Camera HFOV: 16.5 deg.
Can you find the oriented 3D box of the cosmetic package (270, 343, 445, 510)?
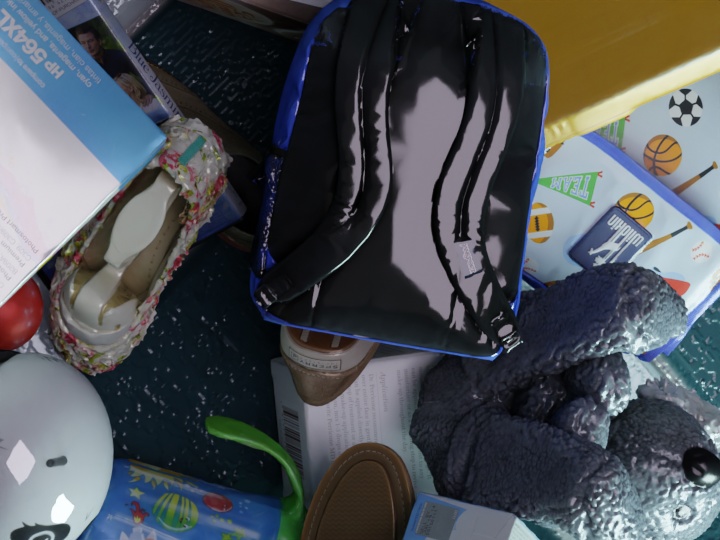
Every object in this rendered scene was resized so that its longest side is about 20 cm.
[{"bbox_3d":[0.049,0.096,1.622,0.200,0.071,0.102,-6,96,-19],"label":"cosmetic package"}]

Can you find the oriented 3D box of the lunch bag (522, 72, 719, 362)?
[{"bbox_3d":[0.175,-0.064,1.615,0.170,0.124,0.200,37,76,-16],"label":"lunch bag"}]

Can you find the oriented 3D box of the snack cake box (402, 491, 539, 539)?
[{"bbox_3d":[0.077,0.222,1.509,0.200,0.067,0.115,49,56,-59],"label":"snack cake box"}]

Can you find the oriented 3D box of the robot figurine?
[{"bbox_3d":[-0.243,0.110,1.466,0.125,0.200,0.150,67,31,-43],"label":"robot figurine"}]

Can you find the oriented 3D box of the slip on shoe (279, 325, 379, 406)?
[{"bbox_3d":[0.000,0.000,1.572,0.076,0.061,0.200,11,48,9],"label":"slip on shoe"}]

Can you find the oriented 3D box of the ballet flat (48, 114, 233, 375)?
[{"bbox_3d":[-0.145,-0.008,1.491,0.076,0.064,0.200,31,120,3],"label":"ballet flat"}]

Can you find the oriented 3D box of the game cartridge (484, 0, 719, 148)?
[{"bbox_3d":[0.160,-0.177,1.557,0.200,0.177,0.032,-24,144,13],"label":"game cartridge"}]

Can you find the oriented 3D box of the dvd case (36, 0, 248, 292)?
[{"bbox_3d":[-0.180,-0.083,1.509,0.142,0.018,0.200,-27,108,24],"label":"dvd case"}]

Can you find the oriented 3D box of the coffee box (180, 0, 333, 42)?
[{"bbox_3d":[-0.076,-0.199,1.510,0.200,0.114,0.080,17,89,-20],"label":"coffee box"}]

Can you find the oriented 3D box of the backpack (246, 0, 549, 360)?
[{"bbox_3d":[0.018,-0.066,1.444,0.162,0.168,0.201,9,96,-10],"label":"backpack"}]

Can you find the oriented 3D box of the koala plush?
[{"bbox_3d":[0.154,0.112,1.555,0.200,0.184,0.178,29,65,-38],"label":"koala plush"}]

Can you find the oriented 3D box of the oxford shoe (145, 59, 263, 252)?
[{"bbox_3d":[-0.111,-0.081,1.544,0.200,0.075,0.071,33,84,-20],"label":"oxford shoe"}]

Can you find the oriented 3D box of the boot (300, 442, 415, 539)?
[{"bbox_3d":[0.027,0.187,1.557,0.155,0.074,0.201,-25,122,-61],"label":"boot"}]

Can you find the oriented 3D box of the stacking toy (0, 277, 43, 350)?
[{"bbox_3d":[-0.288,0.010,1.497,0.200,0.085,0.086,9,93,-27],"label":"stacking toy"}]

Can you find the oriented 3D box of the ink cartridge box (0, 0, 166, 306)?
[{"bbox_3d":[-0.233,-0.046,1.400,0.200,0.129,0.125,-46,103,-16],"label":"ink cartridge box"}]

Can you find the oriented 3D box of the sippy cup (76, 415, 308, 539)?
[{"bbox_3d":[-0.117,0.183,1.548,0.130,0.140,0.178,26,66,-10],"label":"sippy cup"}]
